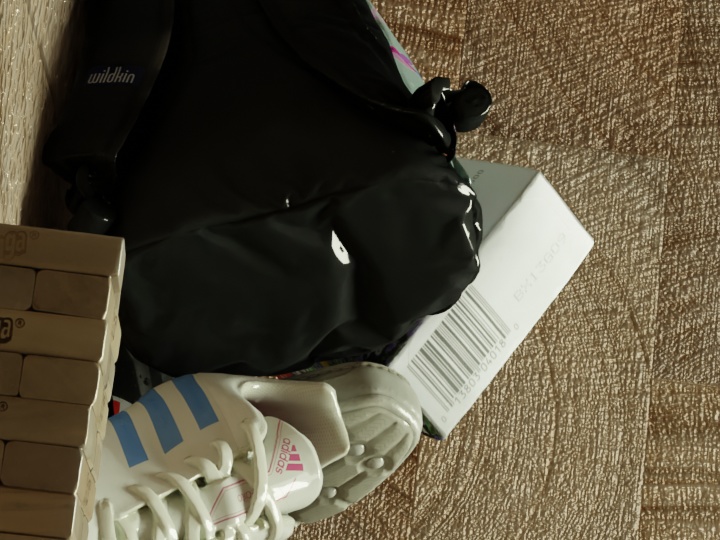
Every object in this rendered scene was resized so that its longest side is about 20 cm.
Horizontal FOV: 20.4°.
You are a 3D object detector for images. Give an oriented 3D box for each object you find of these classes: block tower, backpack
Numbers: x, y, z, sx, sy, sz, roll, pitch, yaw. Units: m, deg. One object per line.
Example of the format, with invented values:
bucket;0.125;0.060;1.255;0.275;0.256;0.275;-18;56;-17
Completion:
block tower;-0.092;0.082;0.454;0.054;0.057;0.201;109;-13;-74
backpack;-0.046;-0.049;0.810;0.200;0.166;0.127;-112;-165;-52

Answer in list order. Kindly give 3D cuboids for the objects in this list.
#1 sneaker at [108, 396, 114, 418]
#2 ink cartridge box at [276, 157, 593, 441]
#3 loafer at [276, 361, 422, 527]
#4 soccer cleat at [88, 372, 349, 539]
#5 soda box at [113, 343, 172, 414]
sneaker;-0.100;0.121;0.776;0.076;0.079;0.201;-85;-179;-62
ink cartridge box;0.000;0.000;0.888;0.109;0.050;0.200;-51;-149;-16
loafer;-0.058;0.072;0.822;0.070;0.199;0.070;41;41;-36
soccer cleat;-0.064;0.077;0.663;0.200;0.086;0.070;-43;121;-65
soda box;-0.111;0.087;0.957;0.071;0.063;0.202;168;-72;-88
